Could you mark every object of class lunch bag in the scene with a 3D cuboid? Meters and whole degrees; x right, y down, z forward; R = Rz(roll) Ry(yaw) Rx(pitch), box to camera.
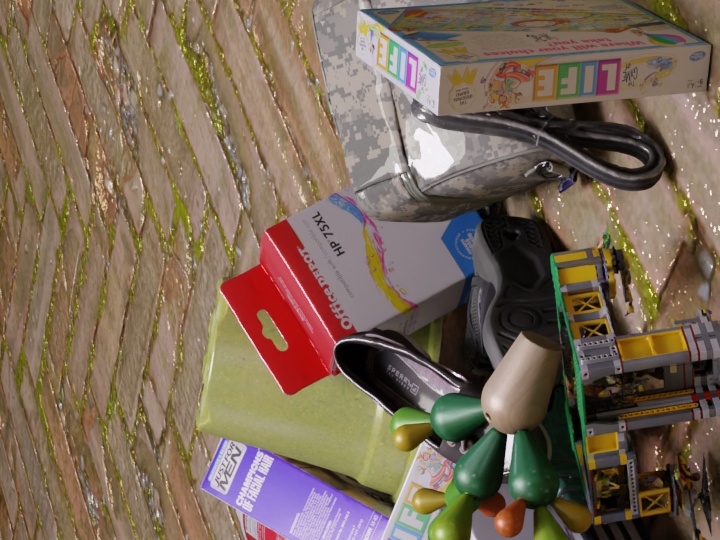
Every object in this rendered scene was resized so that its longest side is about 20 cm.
[{"bbox_3d":[0.076,-0.143,1.666,0.167,0.139,0.201,-23,74,43],"label":"lunch bag"}]

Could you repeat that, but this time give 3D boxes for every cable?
[{"bbox_3d":[0.115,-0.112,1.543,0.200,0.097,0.050,33,142,24],"label":"cable"}]

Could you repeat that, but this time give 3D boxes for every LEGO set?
[{"bbox_3d":[0.200,0.076,1.504,0.154,0.115,0.201,-98,-1,-61],"label":"LEGO set"}]

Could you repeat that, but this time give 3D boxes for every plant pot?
[{"bbox_3d":[-0.039,0.083,1.863,0.200,0.183,0.201,-170,90,-85],"label":"plant pot"}]

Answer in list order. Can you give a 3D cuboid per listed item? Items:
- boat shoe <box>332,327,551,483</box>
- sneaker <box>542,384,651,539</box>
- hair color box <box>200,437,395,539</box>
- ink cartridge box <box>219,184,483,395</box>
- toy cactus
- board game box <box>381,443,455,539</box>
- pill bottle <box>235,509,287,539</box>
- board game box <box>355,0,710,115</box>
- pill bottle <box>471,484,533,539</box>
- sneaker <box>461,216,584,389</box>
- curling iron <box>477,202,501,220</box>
[{"bbox_3d":[0.055,0.101,1.636,0.200,0.057,0.067,33,109,42],"label":"boat shoe"},{"bbox_3d":[0.148,0.171,1.629,0.200,0.074,0.088,-106,27,-50],"label":"sneaker"},{"bbox_3d":[-0.027,0.207,1.913,0.199,0.109,0.065,24,92,35],"label":"hair color box"},{"bbox_3d":[0.000,0.000,1.766,0.116,0.199,0.067,56,163,16],"label":"ink cartridge box"},{"bbox_3d":[0.098,0.124,1.511,0.166,0.102,0.200,-66,30,15],"label":"toy cactus"},{"bbox_3d":[0.051,0.194,1.750,0.134,0.034,0.201,5,-72,-79],"label":"board game box"},{"bbox_3d":[-0.046,0.237,2.098,0.200,0.112,0.113,-159,65,-66],"label":"pill bottle"},{"bbox_3d":[0.114,-0.147,1.490,0.134,0.199,0.034,-137,45,-58],"label":"board game box"},{"bbox_3d":[0.108,0.266,1.731,0.116,0.115,0.201,-119,32,-42],"label":"pill bottle"},{"bbox_3d":[0.121,0.055,1.668,0.200,0.076,0.115,-103,11,-58],"label":"sneaker"},{"bbox_3d":[0.064,-0.083,1.852,0.200,0.025,0.050,-148,48,-61],"label":"curling iron"}]
